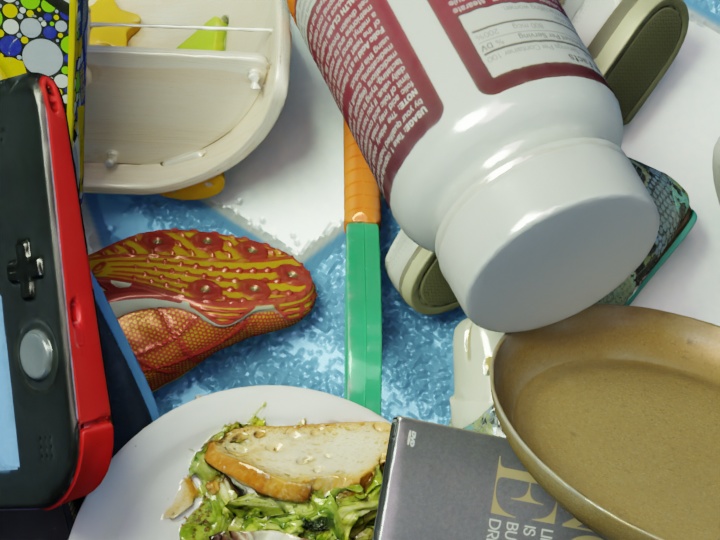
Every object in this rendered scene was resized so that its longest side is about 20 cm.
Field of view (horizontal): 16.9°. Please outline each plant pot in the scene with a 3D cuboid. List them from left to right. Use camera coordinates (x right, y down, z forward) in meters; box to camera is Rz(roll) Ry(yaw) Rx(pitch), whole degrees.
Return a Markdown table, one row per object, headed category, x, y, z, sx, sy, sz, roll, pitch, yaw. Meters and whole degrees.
| category | x | y | z | sx | sy | sz | roll | pitch | yaw |
| --- | --- | --- | --- | --- | --- | --- | --- | --- | --- |
| plant pot | 0.148 | 0.080 | 1.063 | 0.199 | 0.200 | 0.028 | 22 | 118 | 10 |

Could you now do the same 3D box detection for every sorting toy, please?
| category | x | y | z | sx | sy | sz | roll | pitch | yaw |
| --- | --- | --- | --- | --- | --- | --- | --- | --- | --- |
| sorting toy | -0.129 | -0.136 | 1.216 | 0.199 | 0.107 | 0.181 | 3 | 56 | 1 |

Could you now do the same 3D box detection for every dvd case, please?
| category | x | y | z | sx | sy | sz | roll | pitch | yaw |
| --- | --- | --- | --- | --- | --- | --- | --- | --- | --- |
| dvd case | 0.098 | 0.156 | 1.058 | 0.199 | 0.016 | 0.150 | 12 | 80 | -11 |

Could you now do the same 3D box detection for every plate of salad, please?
| category | x | y | z | sx | sy | sz | roll | pitch | yaw |
| --- | --- | --- | --- | --- | --- | --- | --- | --- | --- |
| plate of salad | -0.032 | 0.146 | 1.063 | 0.199 | 0.048 | 0.201 | 5 | 72 | -16 |

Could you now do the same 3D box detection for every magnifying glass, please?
| category | x | y | z | sx | sy | sz | roll | pitch | yaw |
| --- | --- | --- | --- | --- | --- | --- | --- | --- | --- |
| magnifying glass | 0.000 | 0.000 | 1.183 | 0.022 | 0.080 | 0.201 | 2 | 65 | 0 |

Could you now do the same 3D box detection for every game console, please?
| category | x | y | z | sx | sy | sz | roll | pitch | yaw |
| --- | --- | --- | --- | --- | --- | --- | --- | --- | --- |
| game console | -0.181 | 0.015 | 1.051 | 0.031 | 0.199 | 0.178 | -11 | 93 | -43 |

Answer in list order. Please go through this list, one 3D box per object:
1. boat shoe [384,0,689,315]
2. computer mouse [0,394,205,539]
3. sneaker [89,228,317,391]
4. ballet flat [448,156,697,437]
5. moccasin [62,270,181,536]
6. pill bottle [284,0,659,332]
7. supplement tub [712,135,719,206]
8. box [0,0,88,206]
| category | x | y | z | sx | sy | sz | roll | pitch | yaw |
| --- | --- | --- | --- | --- | --- | --- | --- | --- | --- |
| boat shoe | 0.075 | -0.068 | 1.196 | 0.068 | 0.075 | 0.200 | 37 | 82 | 32 |
| computer mouse | -0.147 | 0.132 | 1.164 | 0.199 | 0.053 | 0.139 | -3 | 76 | 4 |
| sneaker | -0.118 | 0.032 | 1.189 | 0.199 | 0.077 | 0.073 | -12 | 39 | -12 |
| ballet flat | 0.083 | 0.027 | 1.162 | 0.074 | 0.074 | 0.200 | 30 | 71 | 12 |
| moccasin | -0.133 | 0.057 | 1.088 | 0.068 | 0.080 | 0.201 | -27 | 109 | -13 |
| pill bottle | 0.050 | -0.079 | 1.101 | 0.114 | 0.114 | 0.201 | -25 | 60 | -2 |
| supplement tub | 0.280 | -0.048 | 1.129 | 0.199 | 0.145 | 0.145 | -29 | 75 | -3 |
| box | -0.160 | -0.075 | 1.099 | 0.070 | 0.201 | 0.064 | 5 | 39 | -2 |
